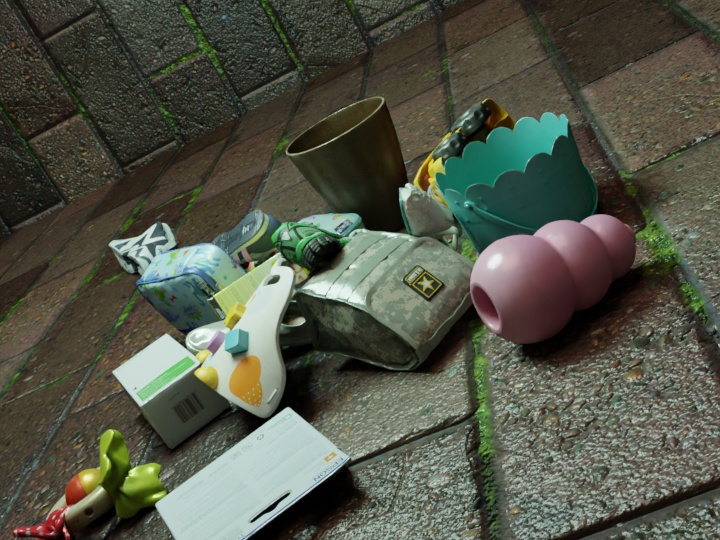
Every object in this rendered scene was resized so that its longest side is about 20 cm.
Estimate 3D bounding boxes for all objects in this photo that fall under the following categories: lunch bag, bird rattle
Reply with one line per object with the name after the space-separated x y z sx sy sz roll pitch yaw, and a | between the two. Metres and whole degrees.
-0.079 -0.025 1.677 0.160 0.077 0.200 -40 22 -26 | lunch bag
0.044 0.036 1.301 0.200 0.118 0.164 10 42 39 | lunch bag
-0.257 0.040 1.648 0.200 0.161 0.082 -9 42 45 | lunch bag
-0.344 0.300 1.284 0.200 0.113 0.163 -45 10 -5 | bird rattle

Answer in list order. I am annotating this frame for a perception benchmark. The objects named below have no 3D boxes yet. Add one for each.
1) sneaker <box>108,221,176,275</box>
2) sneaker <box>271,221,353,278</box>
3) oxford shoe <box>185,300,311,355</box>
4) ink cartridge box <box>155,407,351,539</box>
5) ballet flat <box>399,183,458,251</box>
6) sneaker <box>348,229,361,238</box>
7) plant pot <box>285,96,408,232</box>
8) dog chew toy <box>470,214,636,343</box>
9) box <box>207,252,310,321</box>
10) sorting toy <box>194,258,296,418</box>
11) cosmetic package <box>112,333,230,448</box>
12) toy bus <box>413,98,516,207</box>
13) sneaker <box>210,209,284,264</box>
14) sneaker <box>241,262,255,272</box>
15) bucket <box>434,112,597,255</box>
-0.489 -0.058 2.320 0.130 0.080 0.199 -37 21 -23 | sneaker
-0.061 -0.034 1.405 0.078 0.085 0.200 -55 -15 1 | sneaker
-0.154 0.081 1.458 0.200 0.058 0.075 -8 44 -1 | oxford shoe
-0.116 0.249 1.119 0.200 0.041 0.200 -35 21 -15 | ink cartridge box
0.099 -0.059 1.382 0.072 0.200 0.072 -6 60 11 | ballet flat
0.000 0.000 1.498 0.074 0.089 0.200 -25 22 8 | sneaker
0.003 -0.160 1.709 0.187 0.200 0.187 -26 19 10 | plant pot
0.226 0.000 1.148 0.200 0.125 0.125 -27 19 -15 | dog chew toy
-0.129 0.023 1.540 0.200 0.075 0.050 -35 -12 -8 | box
-0.133 0.072 1.330 0.180 0.107 0.200 -63 11 2 | sorting toy
-0.278 0.171 1.466 0.108 0.085 0.200 -37 22 -17 | cosmetic package
0.153 -0.153 1.616 0.192 0.136 0.200 -28 18 47 | toy bus
-0.186 -0.031 1.657 0.200 0.082 0.070 -25 49 48 | sneaker
-0.194 -0.009 1.778 0.078 0.090 0.200 -25 19 16 | sneaker
0.219 -0.109 1.384 0.207 0.135 0.207 -26 20 10 | bucket
